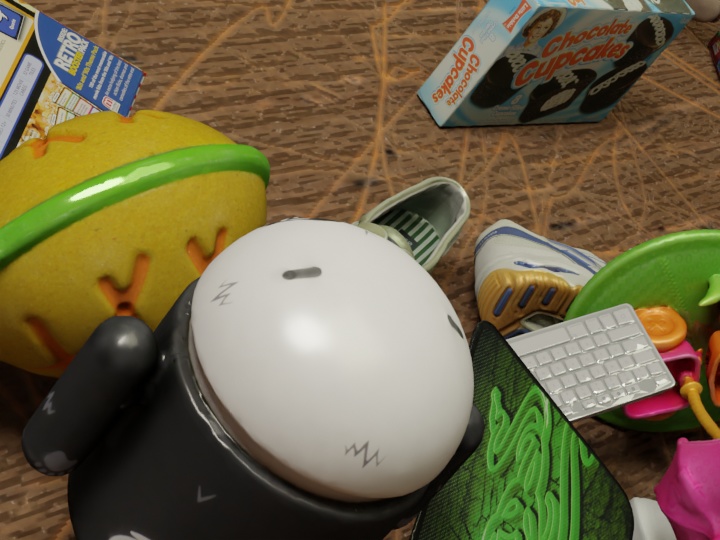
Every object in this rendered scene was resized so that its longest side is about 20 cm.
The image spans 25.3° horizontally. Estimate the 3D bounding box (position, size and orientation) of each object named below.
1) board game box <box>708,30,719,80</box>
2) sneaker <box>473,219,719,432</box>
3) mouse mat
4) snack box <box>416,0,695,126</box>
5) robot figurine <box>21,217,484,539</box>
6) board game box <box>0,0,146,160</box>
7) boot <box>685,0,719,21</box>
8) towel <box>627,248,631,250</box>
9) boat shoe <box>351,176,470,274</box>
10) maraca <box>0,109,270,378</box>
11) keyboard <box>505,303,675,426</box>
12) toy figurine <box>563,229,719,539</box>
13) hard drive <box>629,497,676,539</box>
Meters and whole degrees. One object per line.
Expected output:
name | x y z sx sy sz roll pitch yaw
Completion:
board game box | 0.367 -0.125 1.408 0.102 0.019 0.201 23 38 -22
sneaker | 0.155 0.027 0.990 0.199 0.075 0.089 30 27 -24
mouse mat | 0.075 0.144 0.750 0.161 0.007 0.201 50 42 -30
snack box | 0.141 -0.155 1.139 0.199 0.116 0.037 -8 56 -47
robot figurine | -0.041 0.069 0.642 0.125 0.200 0.150 46 35 10
board game box | -0.215 -0.094 0.790 0.199 0.046 0.152 30 36 -16
boot | 0.223 -0.298 1.418 0.145 0.070 0.201 -5 53 -38
towel | 0.282 0.039 1.145 0.198 0.023 0.145 -3 55 -43
boat shoe | 0.000 0.000 0.879 0.072 0.062 0.200 41 35 1
maraca | -0.125 -0.004 0.679 0.198 0.137 0.108 -22 72 -29
keyboard | 0.063 0.066 0.827 0.198 0.011 0.057 -16 61 -15
toy figurine | 0.222 0.090 0.874 0.197 0.152 0.185 -6 39 -3
hard drive | 0.215 0.225 0.870 0.131 0.027 0.202 19 41 -28
